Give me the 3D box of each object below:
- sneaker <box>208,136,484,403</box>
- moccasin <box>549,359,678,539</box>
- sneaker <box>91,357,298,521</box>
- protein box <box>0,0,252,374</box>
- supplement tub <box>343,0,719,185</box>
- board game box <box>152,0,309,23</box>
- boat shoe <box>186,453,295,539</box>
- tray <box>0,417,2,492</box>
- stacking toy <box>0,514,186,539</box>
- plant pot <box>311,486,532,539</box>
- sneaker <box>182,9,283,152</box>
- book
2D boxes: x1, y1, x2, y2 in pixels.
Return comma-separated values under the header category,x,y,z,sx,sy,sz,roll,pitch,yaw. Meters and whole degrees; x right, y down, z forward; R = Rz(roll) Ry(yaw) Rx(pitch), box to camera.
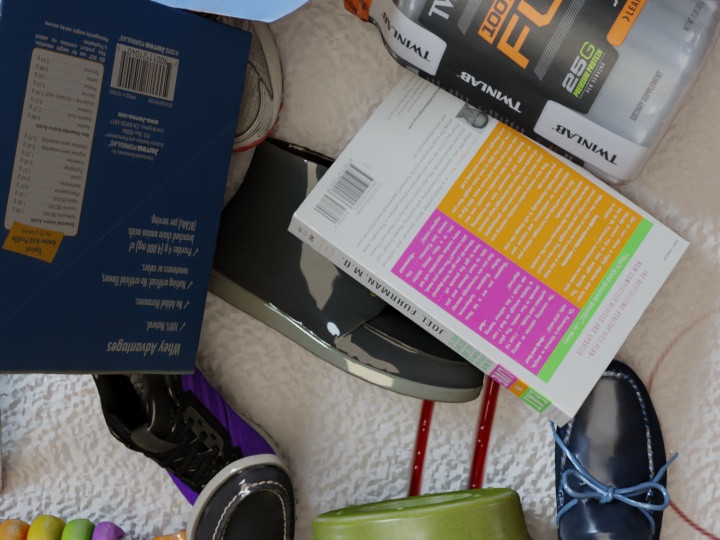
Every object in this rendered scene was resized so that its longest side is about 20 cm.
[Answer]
category,x,y,z,sx,sy,sz,roll,pitch,yaw
sneaker,0.000,0.000,0.956,0.199,0.075,0.107,27,102,6
moccasin,0.159,0.157,0.954,0.080,0.068,0.201,-4,97,11
sneaker,-0.117,0.102,0.977,0.069,0.100,0.201,-34,95,13
protein box,-0.183,-0.054,0.841,0.134,0.198,0.201,12,94,32
supplement tub,0.098,-0.146,0.893,0.199,0.123,0.123,29,102,4
board game box,-0.069,-0.210,0.874,0.199,0.039,0.159,12,76,24
boat shoe,-0.076,0.203,0.969,0.074,0.060,0.201,0,127,-27
tray,-0.282,0.093,0.974,0.107,0.200,0.022,-4,56,-15
stacking toy,-0.182,0.200,1.012,0.199,0.116,0.110,-11,95,2
plant pot,0.045,0.235,0.936,0.199,0.200,0.194,-9,85,11
sneaker,-0.111,-0.165,0.946,0.078,0.082,0.201,-23,93,13
book,0.076,-0.019,0.921,0.200,0.048,0.134,37,69,4
